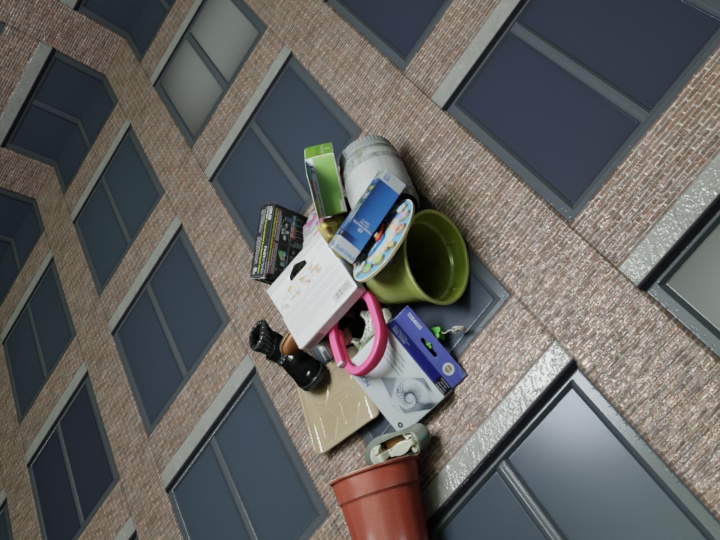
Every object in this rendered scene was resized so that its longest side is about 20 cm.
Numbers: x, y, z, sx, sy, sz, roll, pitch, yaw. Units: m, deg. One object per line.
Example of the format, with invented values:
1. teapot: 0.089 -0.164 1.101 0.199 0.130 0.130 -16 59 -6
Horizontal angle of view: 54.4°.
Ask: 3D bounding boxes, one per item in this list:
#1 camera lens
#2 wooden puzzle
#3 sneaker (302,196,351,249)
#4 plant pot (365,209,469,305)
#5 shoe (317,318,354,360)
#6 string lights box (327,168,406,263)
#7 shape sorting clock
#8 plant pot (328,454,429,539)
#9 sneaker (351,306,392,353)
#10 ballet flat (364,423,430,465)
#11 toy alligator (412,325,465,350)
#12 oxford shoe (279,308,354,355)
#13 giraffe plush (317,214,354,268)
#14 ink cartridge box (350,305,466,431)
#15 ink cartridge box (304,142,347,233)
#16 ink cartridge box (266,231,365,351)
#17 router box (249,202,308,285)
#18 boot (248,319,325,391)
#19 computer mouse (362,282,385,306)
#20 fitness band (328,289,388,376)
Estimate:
1. camera lens: 0.042 -0.197 1.665 0.159 0.158 0.204 -39 53 25
2. wooden puzzle: -0.049 0.310 1.666 0.198 0.046 0.189 -36 55 23
3. sneaker: -0.088 -0.133 1.818 0.199 0.080 0.090 -39 53 24
4. plant pot: 0.109 -0.007 1.541 0.182 0.196 0.207 -21 62 48
5. shoe: -0.074 0.129 1.735 0.089 0.072 0.202 -28 39 2
6. string lights box: 0.012 -0.116 1.502 0.202 0.058 0.103 -55 10 -2
7. shape sorting clock: 0.046 -0.065 1.467 0.202 0.039 0.201 -53 15 21
8. plant pot: 0.053 0.503 1.420 0.198 0.198 0.200 -29 67 31
9. sneaker: 0.020 0.179 1.587 0.086 0.077 0.207 7 92 0
10. ballet flat: 0.065 0.382 1.493 0.199 0.063 0.068 -36 85 36
11. toy alligator: 0.143 0.152 1.528 0.196 0.059 0.056 -7 72 41
12. oxford shoe: -0.101 0.143 1.635 0.197 0.072 0.072 -34 45 -2
13. giraffe plush: -0.041 -0.013 1.711 0.198 0.172 0.165 34 113 8
14. ink cartridge box: 0.094 0.217 1.506 0.200 0.040 0.200 48 111 10
15. ink cartridge box: -0.080 -0.196 1.642 0.073 0.152 0.201 -13 25 0
16. ink cartridge box: -0.103 0.046 1.583 0.200 0.044 0.178 -46 59 17
17. router box: -0.206 -0.058 1.853 0.061 0.148 0.206 -4 73 40
18. boot: -0.184 0.206 1.706 0.080 0.157 0.210 -53 27 -11
19. computer mouse: 0.000 0.000 1.594 0.034 0.202 0.059 -21 19 41
20. fitness band: -0.007 0.131 1.525 0.143 0.037 0.203 -44 43 25
